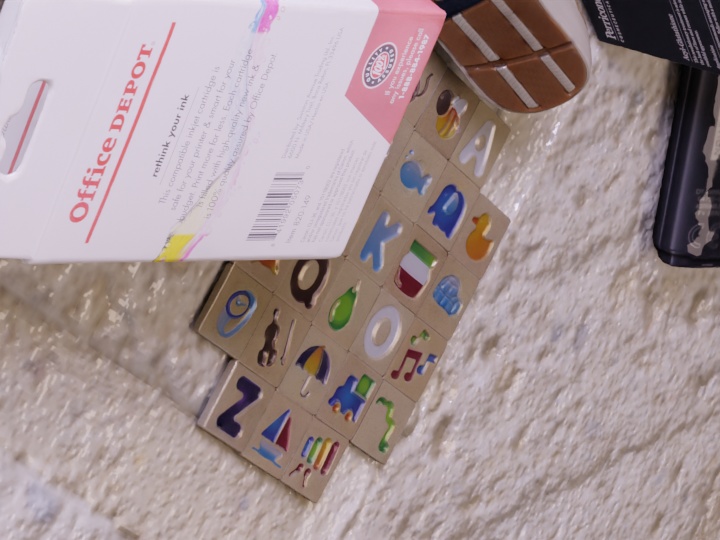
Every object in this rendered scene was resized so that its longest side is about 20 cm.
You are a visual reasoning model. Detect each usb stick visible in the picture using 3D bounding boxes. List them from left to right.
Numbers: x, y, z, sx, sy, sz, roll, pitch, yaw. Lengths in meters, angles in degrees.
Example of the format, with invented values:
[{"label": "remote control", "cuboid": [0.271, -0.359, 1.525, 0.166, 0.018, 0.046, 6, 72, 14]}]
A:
[{"label": "usb stick", "cuboid": [0.187, -0.099, 1.349, 0.055, 0.033, 0.201, -1, 108, -29]}]

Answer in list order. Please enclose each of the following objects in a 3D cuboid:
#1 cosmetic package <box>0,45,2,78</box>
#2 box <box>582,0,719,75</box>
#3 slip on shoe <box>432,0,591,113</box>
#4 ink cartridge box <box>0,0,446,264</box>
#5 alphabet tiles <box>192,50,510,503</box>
[{"label": "cosmetic package", "cuboid": [-0.236, -0.004, 0.776, 0.200, 0.165, 0.166, -13, 115, -47]}, {"label": "box", "cuboid": [0.152, -0.180, 1.187, 0.079, 0.141, 0.200, -53, 140, -23]}, {"label": "slip on shoe", "cuboid": [0.042, -0.150, 1.137, 0.200, 0.076, 0.061, 46, 30, -41]}, {"label": "ink cartridge box", "cuboid": [-0.076, -0.067, 0.989, 0.200, 0.067, 0.117, -1, 125, -44]}, {"label": "alphabet tiles", "cuboid": [0.000, 0.000, 1.196, 0.166, 0.006, 0.201, 38, 76, -51]}]
